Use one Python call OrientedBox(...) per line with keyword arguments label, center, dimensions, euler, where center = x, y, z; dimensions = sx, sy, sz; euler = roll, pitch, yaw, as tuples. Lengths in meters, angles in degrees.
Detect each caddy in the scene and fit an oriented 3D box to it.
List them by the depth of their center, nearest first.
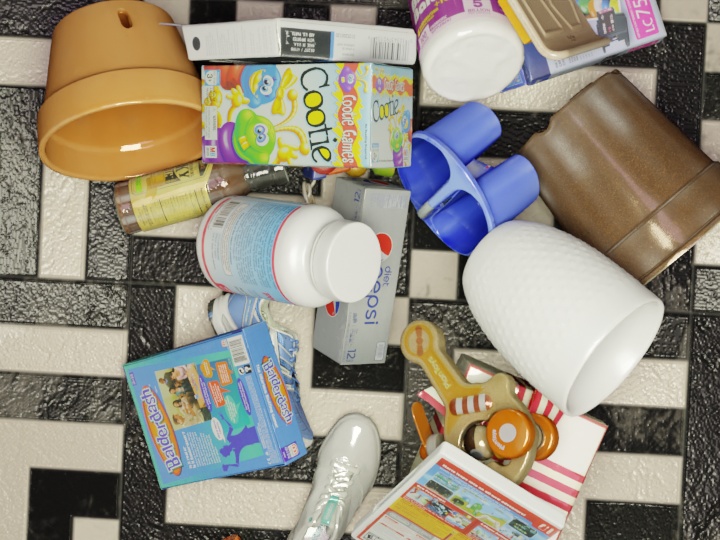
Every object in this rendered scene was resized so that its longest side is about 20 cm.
OrientedBox(label="caddy", center=(0.105, -0.093, 1.256), dimensions=(0.105, 0.200, 0.142), euler=(-37, 87, -14))

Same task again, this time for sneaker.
OrientedBox(label="sneaker", center=(-0.031, 0.262, 1.314), dimensions=(0.075, 0.088, 0.202), euler=(22, 91, 2))
OrientedBox(label="sneaker", center=(-0.101, 0.110, 1.319), dimensions=(0.076, 0.076, 0.202), euler=(-27, 92, 6))

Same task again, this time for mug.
OrientedBox(label="mug", center=(0.204, 0.043, 1.196), dimensions=(0.148, 0.200, 0.175), euler=(-49, 61, 2))

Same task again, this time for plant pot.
OrientedBox(label="plant pot", center=(0.285, -0.095, 1.259), dimensions=(0.200, 0.200, 0.199), euler=(-41, 82, 2))
OrientedBox(label="plant pot", center=(-0.262, -0.202, 1.269), dimensions=(0.198, 0.200, 0.142), euler=(-14, 75, 1))

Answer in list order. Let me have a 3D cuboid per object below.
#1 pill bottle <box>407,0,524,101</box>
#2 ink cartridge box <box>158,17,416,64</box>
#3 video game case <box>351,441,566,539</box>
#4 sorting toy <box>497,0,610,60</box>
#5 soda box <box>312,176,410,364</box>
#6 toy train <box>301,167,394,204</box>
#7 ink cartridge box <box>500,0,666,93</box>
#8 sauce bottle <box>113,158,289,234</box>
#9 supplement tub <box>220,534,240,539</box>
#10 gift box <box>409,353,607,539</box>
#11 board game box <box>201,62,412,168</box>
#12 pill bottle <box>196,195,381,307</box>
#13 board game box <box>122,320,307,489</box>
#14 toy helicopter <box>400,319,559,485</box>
OrientedBox(label="pill bottle", center=(0.107, -0.292, 1.254), dimensions=(0.111, 0.113, 0.202), euler=(-10, 55, 1))
OrientedBox(label="ink cartridge box", center=(-0.078, -0.239, 1.217), dimensions=(0.199, 0.197, 0.044), euler=(12, 104, 44))
OrientedBox(label="video game case", center=(0.093, 0.257, 1.157), dimensions=(0.142, 0.018, 0.200), euler=(32, 136, -6))
OrientedBox(label="sorting toy", center=(0.175, -0.306, 1.227), dimensions=(0.036, 0.185, 0.201), euler=(-37, 86, 31))
OrientedBox(label="soda box", center=(0.000, 0.000, 1.292), dimensions=(0.063, 0.068, 0.202), euler=(0, 104, -33))
OrientedBox(label="toy train", center=(-0.011, -0.123, 1.320), dimensions=(0.114, 0.085, 0.203), euler=(4, 98, -16))
OrientedBox(label="ink cartridge box", center=(0.238, -0.291, 1.324), dimensions=(0.198, 0.042, 0.121), euler=(-18, 90, 3))
OrientedBox(label="sauce bottle", center=(-0.181, -0.095, 1.325), dimensions=(0.198, 0.065, 0.065), euler=(-15, 91, 0))
OrientedBox(label="supplement tub", center=(-0.128, 0.410, 1.302), dimensions=(0.122, 0.123, 0.201), euler=(-32, 90, 2))
OrientedBox(label="gift box", center=(0.139, 0.202, 1.261), dimensions=(0.198, 0.187, 0.186), euler=(19, 91, 0))
OrientedBox(label="board game box", center=(-0.056, -0.161, 1.206), dimensions=(0.198, 0.105, 0.104), euler=(4, 97, 26))
OrientedBox(label="pill bottle", center=(-0.077, -0.019, 1.239), dimensions=(0.199, 0.108, 0.110), euler=(10, 92, 43))
OrientedBox(label="board game box", center=(-0.166, 0.153, 1.287), dimensions=(0.199, 0.045, 0.154), euler=(-16, 91, 36))
OrientedBox(label="toy helicopter", center=(0.096, 0.139, 1.165), dimensions=(0.132, 0.079, 0.201), euler=(-43, 62, 18))
